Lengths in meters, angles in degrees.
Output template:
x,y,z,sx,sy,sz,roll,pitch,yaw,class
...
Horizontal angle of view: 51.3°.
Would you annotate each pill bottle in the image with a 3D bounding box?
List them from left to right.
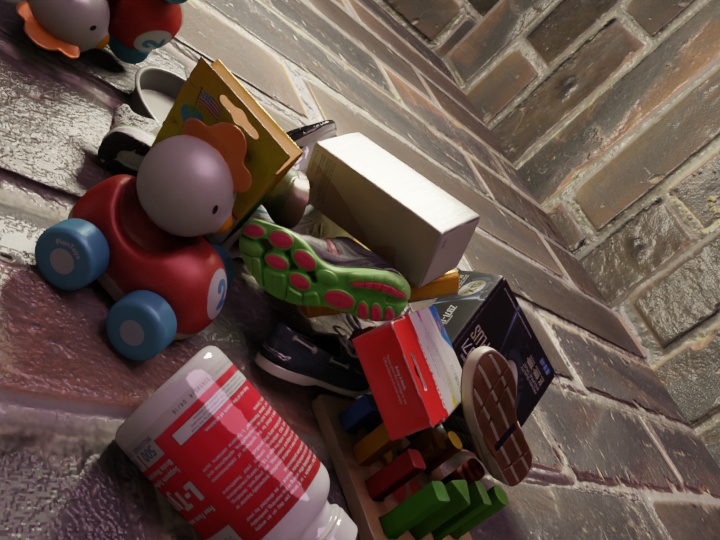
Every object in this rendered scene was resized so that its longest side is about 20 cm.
x,y,z,sx,sy,sz,roll,pitch,yaw,class
-0.098,0.171,0.623,0.200,0.112,0.112,48,22,-2,pill bottle

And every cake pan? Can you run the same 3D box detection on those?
x,y,z,sx,sy,sz,roll,pitch,yaw,class
-0.239,-0.199,1.047,0.200,0.037,0.201,40,24,-22,cake pan

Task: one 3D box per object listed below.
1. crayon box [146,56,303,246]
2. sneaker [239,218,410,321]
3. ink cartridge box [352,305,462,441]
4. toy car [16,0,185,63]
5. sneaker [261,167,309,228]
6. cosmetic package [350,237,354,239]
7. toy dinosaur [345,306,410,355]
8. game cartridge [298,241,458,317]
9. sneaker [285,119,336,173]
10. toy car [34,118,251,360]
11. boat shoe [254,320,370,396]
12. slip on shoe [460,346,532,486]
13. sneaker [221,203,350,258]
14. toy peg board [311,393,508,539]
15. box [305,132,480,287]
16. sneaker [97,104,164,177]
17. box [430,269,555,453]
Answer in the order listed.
x,y,z,sx,sy,sz,roll,pitch,yaw,class
-0.142,-0.122,0.774,0.127,0.200,0.051,48,52,-5,crayon box
-0.042,-0.002,0.825,0.197,0.078,0.084,23,18,-11,sneaker
0.056,0.111,0.831,0.118,0.066,0.200,68,17,6,ink cartridge box
-0.335,-0.323,0.940,0.177,0.183,0.202,41,52,-19,toy car
-0.125,-0.112,0.880,0.089,0.068,0.201,19,19,-24,sneaker
-0.059,-0.084,1.141,0.201,0.085,0.107,53,19,13,cosmetic package
0.056,0.124,1.030,0.180,0.105,0.202,-11,72,-44,toy dinosaur
0.000,0.000,0.959,0.197,0.033,0.176,-7,22,-20,game cartridge
-0.092,-0.129,1.059,0.200,0.075,0.117,-40,115,-37,sneaker
-0.169,-0.050,0.726,0.177,0.200,0.185,46,23,-5,toy car
-0.042,0.101,0.891,0.199,0.063,0.075,21,8,-46,boat shoe
0.149,0.168,0.878,0.060,0.076,0.202,24,-33,50,slip on shoe
-0.089,-0.042,0.938,0.197,0.076,0.087,-7,41,-15,sneaker
0.069,0.224,0.872,0.199,0.098,0.201,23,34,-48,toy peg board
0.032,-0.077,0.894,0.199,0.079,0.094,39,36,24,box
-0.224,-0.145,0.920,0.199,0.076,0.090,27,43,-45,sneaker
0.163,0.130,1.034,0.086,0.164,0.201,9,-41,51,box
